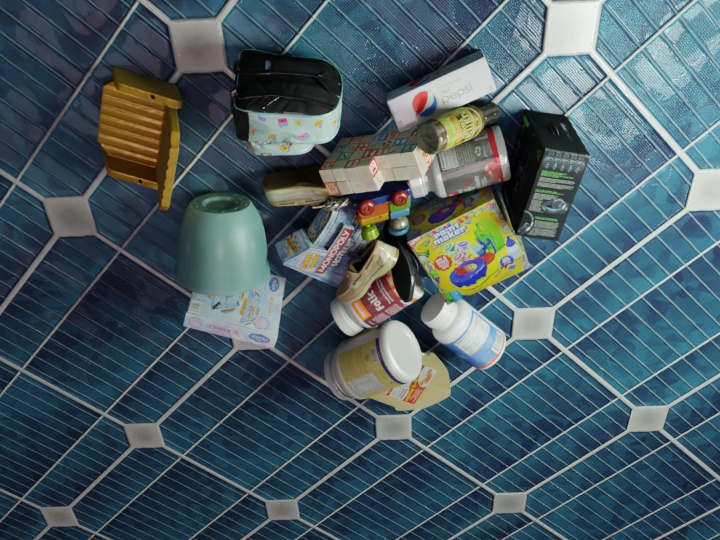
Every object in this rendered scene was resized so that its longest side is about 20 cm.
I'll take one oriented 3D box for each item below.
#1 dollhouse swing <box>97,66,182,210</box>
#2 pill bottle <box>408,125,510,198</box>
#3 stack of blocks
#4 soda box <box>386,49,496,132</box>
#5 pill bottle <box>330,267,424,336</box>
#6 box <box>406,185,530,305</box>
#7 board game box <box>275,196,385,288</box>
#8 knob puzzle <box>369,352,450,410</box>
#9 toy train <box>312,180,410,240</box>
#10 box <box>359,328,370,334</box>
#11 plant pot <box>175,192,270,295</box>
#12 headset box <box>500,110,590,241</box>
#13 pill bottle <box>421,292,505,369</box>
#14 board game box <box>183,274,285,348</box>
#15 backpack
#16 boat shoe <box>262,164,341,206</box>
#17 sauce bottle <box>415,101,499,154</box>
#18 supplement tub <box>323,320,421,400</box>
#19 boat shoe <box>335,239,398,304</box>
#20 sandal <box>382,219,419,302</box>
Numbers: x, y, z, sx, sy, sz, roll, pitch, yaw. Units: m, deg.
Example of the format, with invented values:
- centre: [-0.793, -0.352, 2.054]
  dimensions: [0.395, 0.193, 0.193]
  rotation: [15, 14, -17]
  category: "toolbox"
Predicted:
- centre: [-0.427, -0.240, 1.332]
  dimensions: [0.179, 0.177, 0.202]
  rotation: [15, 126, -11]
  category: "dollhouse swing"
- centre: [0.192, -0.210, 1.395]
  dimensions: [0.197, 0.111, 0.112]
  rotation: [-14, 125, 10]
  category: "pill bottle"
- centre: [0.033, -0.210, 1.349]
  dimensions: [0.197, 0.116, 0.059]
  rotation: [-2, 131, 31]
  category: "stack of blocks"
- centre: [0.151, -0.339, 1.326]
  dimensions: [0.198, 0.064, 0.069]
  rotation: [-22, 116, 14]
  category: "soda box"
- centre: [0.035, 0.058, 1.586]
  dimensions: [0.199, 0.115, 0.114]
  rotation: [-34, 119, 22]
  category: "pill bottle"
- centre: [0.225, -0.067, 1.493]
  dimensions: [0.198, 0.123, 0.193]
  rotation: [-26, 121, 18]
  category: "box"
- centre: [-0.069, -0.056, 1.488]
  dimensions: [0.198, 0.062, 0.201]
  rotation: [8, 131, -41]
  category: "board game box"
- centre: [0.135, 0.273, 1.745]
  dimensions: [0.216, 0.031, 0.222]
  rotation: [-1, 123, -1]
  category: "knob puzzle"
- centre: [0.006, -0.110, 1.417]
  dimensions: [0.197, 0.085, 0.117]
  rotation: [-16, 128, -6]
  category: "toy train"
- centre: [0.052, 0.237, 1.763]
  dimensions: [0.199, 0.041, 0.156]
  rotation: [37, 117, -23]
  category: "box"
- centre: [-0.287, -0.066, 1.454]
  dimensions: [0.197, 0.201, 0.163]
  rotation: [3, 115, -2]
  category: "plant pot"
- centre: [0.357, -0.193, 1.367]
  dimensions: [0.091, 0.175, 0.202]
  rotation: [7, 127, -6]
  category: "headset box"
- centre: [0.239, 0.138, 1.647]
  dimensions: [0.199, 0.113, 0.112]
  rotation: [37, 118, -23]
  category: "pill bottle"
- centre: [-0.271, 0.067, 1.540]
  dimensions: [0.197, 0.201, 0.041]
  rotation: [16, 127, -11]
  category: "board game box"
- centre: [-0.129, -0.306, 1.289]
  dimensions: [0.196, 0.178, 0.154]
  rotation: [-2, 143, 0]
  category: "backpack"
- centre: [-0.101, -0.171, 1.454]
  dimensions: [0.196, 0.075, 0.067]
  rotation: [-2, 142, 0]
  category: "boat shoe"
- centre: [0.189, -0.274, 1.313]
  dimensions: [0.064, 0.199, 0.066]
  rotation: [29, 134, 35]
  category: "sauce bottle"
- centre: [0.027, 0.213, 1.621]
  dimensions: [0.198, 0.147, 0.145]
  rotation: [-26, 123, 33]
  category: "supplement tub"
- centre: [0.000, 0.000, 1.494]
  dimensions: [0.064, 0.072, 0.200]
  rotation: [29, 131, -22]
  category: "boat shoe"
- centre: [0.094, -0.032, 1.482]
  dimensions: [0.047, 0.203, 0.075]
  rotation: [-1, 157, -24]
  category: "sandal"
